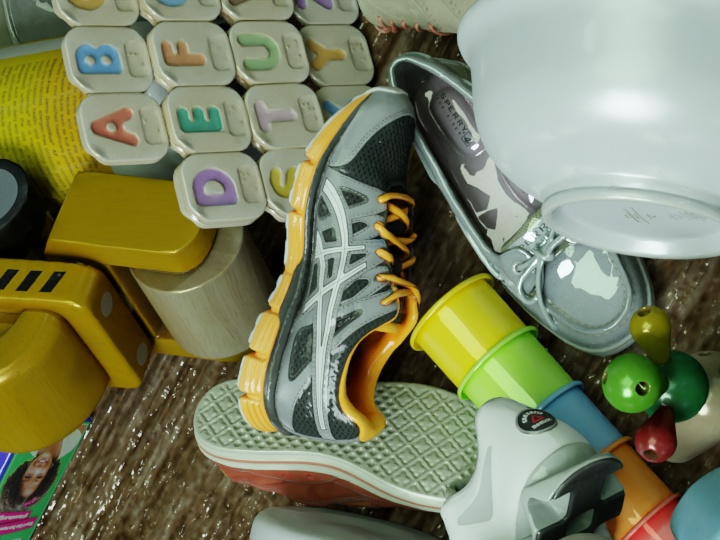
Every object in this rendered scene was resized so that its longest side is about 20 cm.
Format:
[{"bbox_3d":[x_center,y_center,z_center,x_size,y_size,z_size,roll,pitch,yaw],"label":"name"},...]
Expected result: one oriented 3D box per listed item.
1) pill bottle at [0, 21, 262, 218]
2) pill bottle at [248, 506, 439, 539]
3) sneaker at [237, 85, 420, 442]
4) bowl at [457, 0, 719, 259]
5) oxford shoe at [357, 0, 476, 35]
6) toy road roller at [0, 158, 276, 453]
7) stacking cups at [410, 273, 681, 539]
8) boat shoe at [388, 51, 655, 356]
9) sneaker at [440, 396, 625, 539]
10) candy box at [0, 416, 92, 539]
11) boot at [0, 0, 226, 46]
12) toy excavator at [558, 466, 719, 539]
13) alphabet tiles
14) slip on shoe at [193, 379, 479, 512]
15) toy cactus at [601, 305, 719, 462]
[{"bbox_3d":[-0.158,-0.092,0.952,0.200,0.113,0.113,-5,82,27],"label":"pill bottle"},{"bbox_3d":[-0.022,0.238,0.844,0.111,0.111,0.201,10,89,28],"label":"pill bottle"},{"bbox_3d":[0.000,0.000,0.835,0.077,0.078,0.200,18,96,28],"label":"sneaker"},{"bbox_3d":[0.139,-0.061,0.734,0.201,0.201,0.091,3,76,28],"label":"bowl"},{"bbox_3d":[0.045,-0.156,0.880,0.075,0.070,0.200,-50,55,18],"label":"oxford shoe"},{"bbox_3d":[-0.160,0.031,0.897,0.199,0.123,0.146,4,59,18],"label":"toy road roller"},{"bbox_3d":[0.111,0.093,0.826,0.061,0.060,0.200,-46,72,16],"label":"stacking cups"},{"bbox_3d":[0.083,-0.039,0.844,0.074,0.065,0.202,-40,68,19],"label":"boat shoe"},{"bbox_3d":[0.079,0.152,0.804,0.088,0.074,0.200,39,132,42],"label":"sneaker"},{"bbox_3d":[-0.295,0.139,1.019,0.169,0.077,0.200,32,101,26],"label":"candy box"},{"bbox_3d":[-0.154,-0.227,0.987,0.200,0.073,0.182,-14,92,33],"label":"boot"},{"bbox_3d":[0.157,0.146,0.715,0.200,0.100,0.195,30,98,-6],"label":"toy excavator"},{"bbox_3d":[-0.074,-0.122,0.875,0.015,0.195,0.200,-34,66,55],"label":"alphabet tiles"},{"bbox_3d":[0.004,0.105,0.879,0.199,0.061,0.074,5,55,17],"label":"slip on shoe"},{"bbox_3d":[0.193,0.049,0.745,0.102,0.200,0.165,51,148,17],"label":"toy cactus"}]
